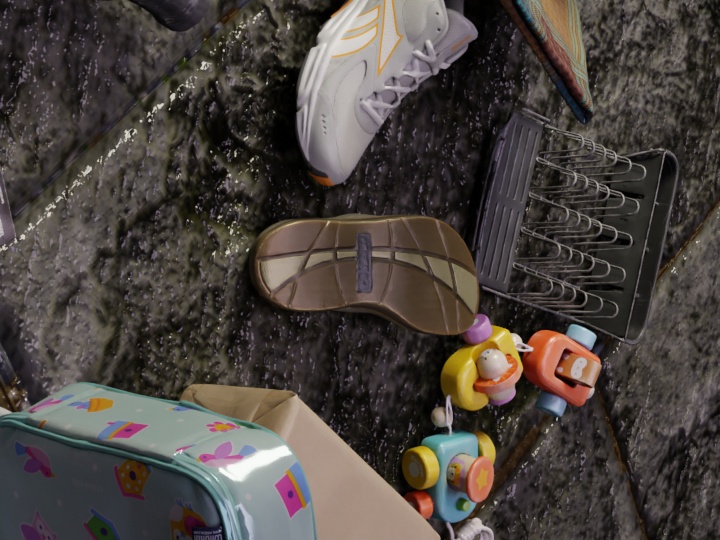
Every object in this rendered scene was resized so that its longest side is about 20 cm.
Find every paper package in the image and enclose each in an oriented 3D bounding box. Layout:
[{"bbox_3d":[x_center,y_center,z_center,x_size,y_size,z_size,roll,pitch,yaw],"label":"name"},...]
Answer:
[{"bbox_3d":[-0.063,0.198,1.520,0.200,0.103,0.192,47,61,-44],"label":"paper package"}]

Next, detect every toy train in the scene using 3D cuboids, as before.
[{"bbox_3d":[0.113,0.117,1.738,0.150,0.055,0.201,38,73,-38],"label":"toy train"}]

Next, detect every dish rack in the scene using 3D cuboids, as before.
[{"bbox_3d":[0.160,-0.036,1.795,0.199,0.054,0.155,19,81,-51],"label":"dish rack"}]

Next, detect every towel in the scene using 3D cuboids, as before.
[{"bbox_3d":[0.123,-0.218,1.659,0.147,0.022,0.201,49,27,-44],"label":"towel"}]

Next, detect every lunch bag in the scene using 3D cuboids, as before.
[{"bbox_3d":[-0.109,0.153,1.249,0.077,0.199,0.162,-20,114,-45],"label":"lunch bag"}]

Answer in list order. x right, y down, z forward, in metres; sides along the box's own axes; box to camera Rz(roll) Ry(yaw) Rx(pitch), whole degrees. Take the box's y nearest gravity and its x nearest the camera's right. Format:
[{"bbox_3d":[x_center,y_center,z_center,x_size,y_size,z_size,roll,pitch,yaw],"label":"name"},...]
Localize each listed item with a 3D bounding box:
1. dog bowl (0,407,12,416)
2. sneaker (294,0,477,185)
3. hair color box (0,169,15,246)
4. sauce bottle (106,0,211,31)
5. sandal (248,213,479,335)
[{"bbox_3d":[-0.252,0.165,1.295,0.199,0.078,0.202,-12,106,-50],"label":"dog bowl"},{"bbox_3d":[0.024,-0.145,1.563,0.201,0.091,0.076,-69,157,-13],"label":"sneaker"},{"bbox_3d":[-0.279,-0.024,1.241,0.200,0.060,0.101,-34,121,-42],"label":"hair color box"},{"bbox_3d":[-0.158,-0.197,1.357,0.200,0.064,0.065,28,75,-50],"label":"sauce bottle"},{"bbox_3d":[0.000,0.000,1.609,0.199,0.054,0.081,5,87,-37],"label":"sandal"}]
